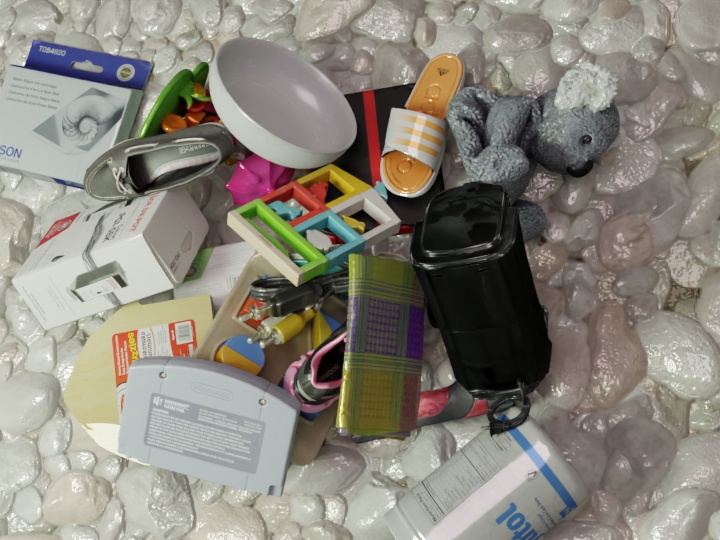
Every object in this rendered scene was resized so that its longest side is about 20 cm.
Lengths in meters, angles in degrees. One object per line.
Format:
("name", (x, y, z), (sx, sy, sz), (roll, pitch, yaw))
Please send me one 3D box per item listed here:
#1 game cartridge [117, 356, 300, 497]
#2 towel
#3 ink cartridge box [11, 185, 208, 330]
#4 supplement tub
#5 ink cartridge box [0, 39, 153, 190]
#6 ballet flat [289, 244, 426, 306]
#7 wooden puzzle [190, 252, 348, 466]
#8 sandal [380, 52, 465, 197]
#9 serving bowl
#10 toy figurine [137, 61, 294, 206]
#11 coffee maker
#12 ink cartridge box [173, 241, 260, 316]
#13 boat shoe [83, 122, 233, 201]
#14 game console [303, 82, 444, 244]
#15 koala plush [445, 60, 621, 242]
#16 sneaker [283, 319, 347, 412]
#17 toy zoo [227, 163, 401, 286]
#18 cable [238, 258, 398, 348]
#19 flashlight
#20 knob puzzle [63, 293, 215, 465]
("game cartridge", (-0.170, 0.170, 1.268), (0.198, 0.041, 0.135), (15, 111, 4))
("towel", (0.024, 0.088, 1.248), (0.023, 0.143, 0.202), (0, 83, 37))
("ink cartridge box", (-0.305, -0.023, 1.382), (0.198, 0.083, 0.147), (-18, 29, 21))
("supplement tub", (0.140, 0.260, 1.249), (0.200, 0.132, 0.132), (-40, 71, -1))
("ink cartridge box", (-0.405, -0.219, 1.540), (0.198, 0.041, 0.202), (12, 77, 14))
("ballet flat", (0.000, 0.000, 1.395), (0.198, 0.068, 0.064), (12, 50, 14))
("wooden puzzle", (-0.090, 0.099, 1.325), (0.184, 0.046, 0.201), (33, 65, -9))
("sandal", (0.073, -0.193, 1.400), (0.078, 0.059, 0.208), (12, 72, 21))
("serving bowl", (-0.104, -0.195, 1.384), (0.201, 0.199, 0.066), (53, 126, 19))
("toy figurine", (-0.167, -0.161, 1.445), (0.183, 0.151, 0.201), (28, 42, 1))
("coffee maker", (0.141, 0.033, 1.224), (0.134, 0.201, 0.193), (-23, 38, 1))
("ink cartridge box", (-0.165, 0.074, 1.394), (0.116, 0.067, 0.202), (-10, 73, 10))
("boat shoe", (-0.247, -0.126, 1.343), (0.198, 0.057, 0.067), (-17, 114, 10))
("game console", (0.016, -0.139, 1.444), (0.175, 0.031, 0.202), (-7, 74, 5))
("koala plush", (0.217, -0.162, 1.336), (0.198, 0.178, 0.185), (-22, 59, 8))
("sneaker", (0.000, 0.081, 1.283), (0.079, 0.095, 0.200), (44, 68, 3))
("toy zoo", (-0.043, -0.064, 1.355), (0.199, 0.021, 0.131), (-29, 57, -35))
("cable", (-0.048, 0.029, 1.305), (0.198, 0.051, 0.097), (-18, 35, -22))
("flashlight", (0.080, 0.152, 1.324), (0.198, 0.068, 0.068), (-12, 74, 7))
("knob puzzle", (-0.259, 0.135, 1.347), (0.217, 0.030, 0.222), (-2, 78, 11))
